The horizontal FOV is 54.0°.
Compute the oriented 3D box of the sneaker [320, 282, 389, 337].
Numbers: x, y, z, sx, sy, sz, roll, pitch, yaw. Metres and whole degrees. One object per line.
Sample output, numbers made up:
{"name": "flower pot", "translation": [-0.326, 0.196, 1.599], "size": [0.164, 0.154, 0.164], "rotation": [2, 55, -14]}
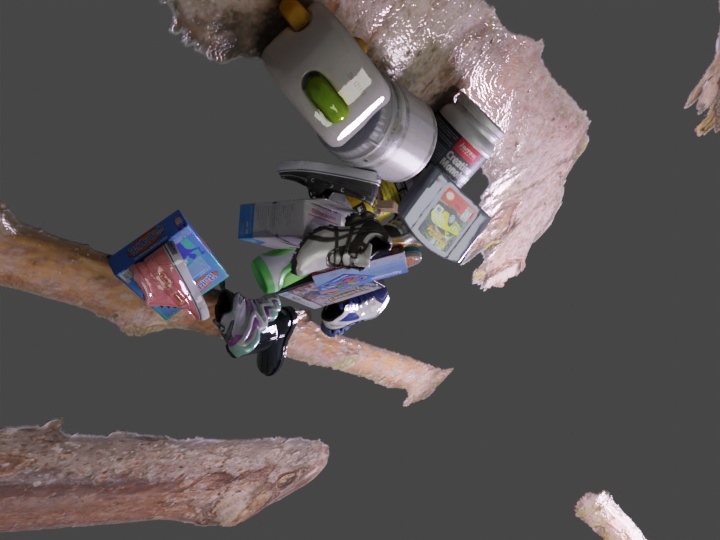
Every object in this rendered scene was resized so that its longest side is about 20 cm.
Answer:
{"name": "sneaker", "translation": [-0.019, 0.084, 1.761], "size": [0.197, 0.081, 0.116], "rotation": [-32, 154, -8]}

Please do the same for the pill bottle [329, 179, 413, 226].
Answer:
{"name": "pill bottle", "translation": [0.002, -0.141, 1.422], "size": [0.198, 0.113, 0.113], "rotation": [-32, 152, -12]}

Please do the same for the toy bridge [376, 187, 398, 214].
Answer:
{"name": "toy bridge", "translation": [0.053, -0.205, 1.361], "size": [0.027, 0.066, 0.204], "rotation": [33, 65, -59]}

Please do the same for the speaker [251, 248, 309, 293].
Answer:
{"name": "speaker", "translation": [-0.124, -0.027, 1.472], "size": [0.197, 0.089, 0.089], "rotation": [-26, 150, -21]}

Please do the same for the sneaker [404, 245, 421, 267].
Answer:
{"name": "sneaker", "translation": [0.046, -0.047, 1.559], "size": [0.197, 0.082, 0.071], "rotation": [-6, 161, 32]}

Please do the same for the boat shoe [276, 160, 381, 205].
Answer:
{"name": "boat shoe", "translation": [-0.061, -0.152, 1.257], "size": [0.070, 0.196, 0.068], "rotation": [15, 85, -78]}

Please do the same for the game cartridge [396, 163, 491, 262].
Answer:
{"name": "game cartridge", "translation": [0.166, -0.104, 1.418], "size": [0.199, 0.041, 0.134], "rotation": [34, 99, -34]}

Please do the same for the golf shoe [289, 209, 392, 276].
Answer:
{"name": "golf shoe", "translation": [-0.030, -0.036, 1.236], "size": [0.198, 0.094, 0.079], "rotation": [-30, 145, -26]}

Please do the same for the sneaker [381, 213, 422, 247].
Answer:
{"name": "sneaker", "translation": [0.082, -0.091, 1.467], "size": [0.196, 0.090, 0.076], "rotation": [-10, 170, -23]}

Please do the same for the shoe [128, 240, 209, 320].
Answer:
{"name": "shoe", "translation": [-0.335, 0.036, 1.243], "size": [0.090, 0.072, 0.202], "rotation": [-29, 145, -13]}

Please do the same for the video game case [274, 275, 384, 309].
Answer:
{"name": "video game case", "translation": [-0.068, 0.035, 1.599], "size": [0.197, 0.026, 0.180], "rotation": [-17, 158, 22]}

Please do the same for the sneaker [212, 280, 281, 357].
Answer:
{"name": "sneaker", "translation": [-0.244, 0.068, 1.467], "size": [0.077, 0.141, 0.201], "rotation": [-28, -161, 25]}

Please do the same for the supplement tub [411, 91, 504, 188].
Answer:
{"name": "supplement tub", "translation": [0.184, -0.247, 1.452], "size": [0.200, 0.141, 0.139], "rotation": [-47, 151, 17]}

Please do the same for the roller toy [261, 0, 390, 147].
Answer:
{"name": "roller toy", "translation": [-0.048, -0.298, 1.065], "size": [0.139, 0.201, 0.182], "rotation": [-40, 162, 7]}

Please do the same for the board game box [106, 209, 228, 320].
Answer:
{"name": "board game box", "translation": [-0.344, -0.004, 1.289], "size": [0.151, 0.045, 0.201], "rotation": [-35, 151, -7]}

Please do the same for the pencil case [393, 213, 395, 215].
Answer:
{"name": "pencil case", "translation": [0.154, -0.151, 1.620], "size": [0.198, 0.089, 0.089], "rotation": [2, 133, -52]}

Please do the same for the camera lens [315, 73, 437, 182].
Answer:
{"name": "camera lens", "translation": [0.032, -0.253, 1.245], "size": [0.160, 0.161, 0.199], "rotation": [-48, 150, 19]}

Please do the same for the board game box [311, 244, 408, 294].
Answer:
{"name": "board game box", "translation": [0.000, 0.000, 1.478], "size": [0.196, 0.020, 0.103], "rotation": [-14, 154, 2]}

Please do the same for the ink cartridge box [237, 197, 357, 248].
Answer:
{"name": "ink cartridge box", "translation": [-0.114, -0.083, 1.295], "size": [0.197, 0.068, 0.115], "rotation": [0, 172, 34]}

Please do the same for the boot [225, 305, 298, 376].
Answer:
{"name": "boot", "translation": [-0.243, 0.173, 1.630], "size": [0.166, 0.076, 0.203], "rotation": [-10, 134, -47]}
